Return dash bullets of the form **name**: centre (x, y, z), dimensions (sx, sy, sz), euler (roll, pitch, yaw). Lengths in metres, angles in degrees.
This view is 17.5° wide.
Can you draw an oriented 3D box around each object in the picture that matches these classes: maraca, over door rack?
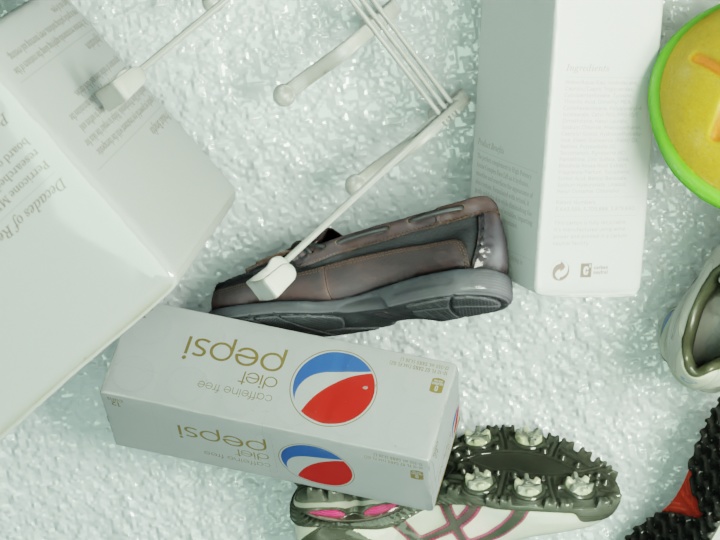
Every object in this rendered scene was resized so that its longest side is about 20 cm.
- **maraca**: centre (0.255, -0.092, 1.276), dimensions (0.199, 0.107, 0.138), euler (-8, 73, -8)
- **over door rack**: centre (-0.046, -0.093, 1.311), dimensions (0.148, 0.067, 0.200), euler (51, 54, -8)

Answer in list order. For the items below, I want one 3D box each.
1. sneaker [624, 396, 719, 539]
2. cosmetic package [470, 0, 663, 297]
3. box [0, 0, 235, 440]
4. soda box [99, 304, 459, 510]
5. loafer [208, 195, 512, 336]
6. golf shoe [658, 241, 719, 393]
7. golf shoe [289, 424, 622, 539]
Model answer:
- **sneaker**: centre (0.224, 0.157, 1.388), dimensions (0.093, 0.070, 0.200), euler (14, 116, -28)
- **cosmetic package**: centre (0.115, -0.093, 1.320), dimensions (0.074, 0.102, 0.201), euler (0, 103, -22)
- **box**: centre (-0.204, -0.022, 1.299), dimensions (0.200, 0.199, 0.171), euler (-40, 97, 15)
- **soda box**: centre (-0.045, 0.078, 1.354), dimensions (0.199, 0.064, 0.068), euler (11, 58, 12)
- **loafer**: centre (0.000, 0.000, 1.351), dimensions (0.199, 0.072, 0.063), euler (-7, 74, 32)
- **golf shoe**: centre (0.242, -0.014, 1.338), dimensions (0.078, 0.097, 0.201), euler (29, 99, 7)
- **golf shoe**: centre (0.057, 0.145, 1.401), dimensions (0.199, 0.077, 0.089), euler (-1, 119, 6)
